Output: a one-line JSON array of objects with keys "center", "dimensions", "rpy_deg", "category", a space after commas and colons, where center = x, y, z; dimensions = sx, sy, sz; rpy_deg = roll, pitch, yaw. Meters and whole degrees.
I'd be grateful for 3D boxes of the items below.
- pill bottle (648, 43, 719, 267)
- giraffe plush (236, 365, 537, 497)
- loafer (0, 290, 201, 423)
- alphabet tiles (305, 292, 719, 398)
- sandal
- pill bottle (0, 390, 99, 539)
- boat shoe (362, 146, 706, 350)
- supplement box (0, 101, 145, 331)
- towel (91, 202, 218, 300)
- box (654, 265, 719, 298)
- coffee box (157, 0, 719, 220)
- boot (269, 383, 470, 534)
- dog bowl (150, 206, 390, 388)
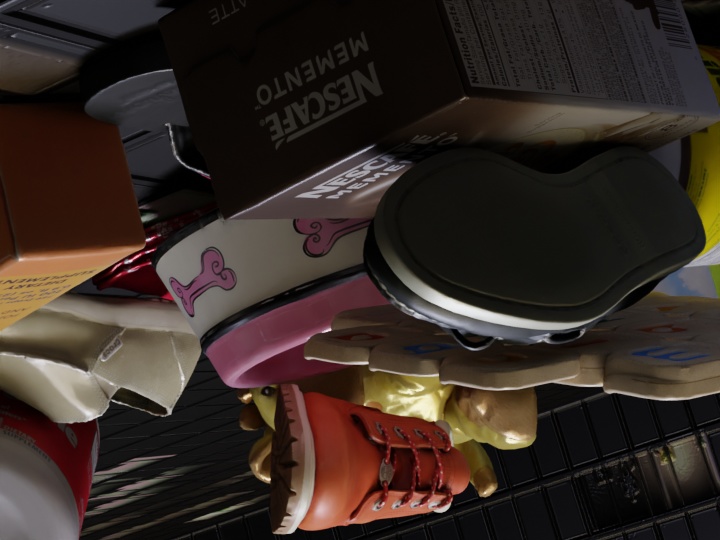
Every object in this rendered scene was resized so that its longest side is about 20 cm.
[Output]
[{"center": [0.146, -0.056, 0.961], "dimensions": [0.109, 0.110, 0.199], "rpy_deg": [-24, 168, 35], "category": "pill bottle"}, {"center": [0.005, 0.052, 1.209], "dimensions": [0.161, 0.174, 0.200], "rpy_deg": [-3, 150, -11], "category": "giraffe plush"}, {"center": [-0.159, 0.045, 1.034], "dimensions": [0.199, 0.069, 0.075], "rpy_deg": [4, 175, -42], "category": "loafer"}, {"center": [0.085, 0.029, 0.828], "dimensions": [0.195, 0.015, 0.199], "rpy_deg": [-7, -170, -41], "category": "alphabet tiles"}, {"center": [-0.044, -0.056, 0.821], "dimensions": [0.075, 0.045, 0.200], "rpy_deg": [-22, 169, 26], "category": "sandal"}, {"center": [-0.204, 0.108, 1.105], "dimensions": [0.112, 0.113, 0.200], "rpy_deg": [-17, -162, 3], "category": "pill bottle"}, {"center": [0.054, -0.003, 0.728], "dimensions": [0.066, 0.075, 0.199], "rpy_deg": [-39, 169, 33], "category": "boat shoe"}, {"center": [-0.174, -0.004, 0.830], "dimensions": [0.066, 0.069, 0.199], "rpy_deg": [-7, 167, -43], "category": "supplement box"}, {"center": [-0.035, -0.026, 1.078], "dimensions": [0.199, 0.023, 0.145], "rpy_deg": [-20, 171, 14], "category": "towel"}, {"center": [0.173, -0.033, 1.086], "dimensions": [0.199, 0.123, 0.048], "rpy_deg": [-17, 179, 4], "category": "box"}, {"center": [0.036, -0.074, 0.754], "dimensions": [0.114, 0.080, 0.199], "rpy_deg": [-25, 168, 33], "category": "coffee box"}, {"center": [0.005, 0.101, 1.060], "dimensions": [0.106, 0.076, 0.200], "rpy_deg": [5, 180, 5], "category": "boot"}, {"center": [0.000, 0.000, 1.000], "dimensions": [0.199, 0.074, 0.200], "rpy_deg": [-18, 171, -3], "category": "dog bowl"}]
